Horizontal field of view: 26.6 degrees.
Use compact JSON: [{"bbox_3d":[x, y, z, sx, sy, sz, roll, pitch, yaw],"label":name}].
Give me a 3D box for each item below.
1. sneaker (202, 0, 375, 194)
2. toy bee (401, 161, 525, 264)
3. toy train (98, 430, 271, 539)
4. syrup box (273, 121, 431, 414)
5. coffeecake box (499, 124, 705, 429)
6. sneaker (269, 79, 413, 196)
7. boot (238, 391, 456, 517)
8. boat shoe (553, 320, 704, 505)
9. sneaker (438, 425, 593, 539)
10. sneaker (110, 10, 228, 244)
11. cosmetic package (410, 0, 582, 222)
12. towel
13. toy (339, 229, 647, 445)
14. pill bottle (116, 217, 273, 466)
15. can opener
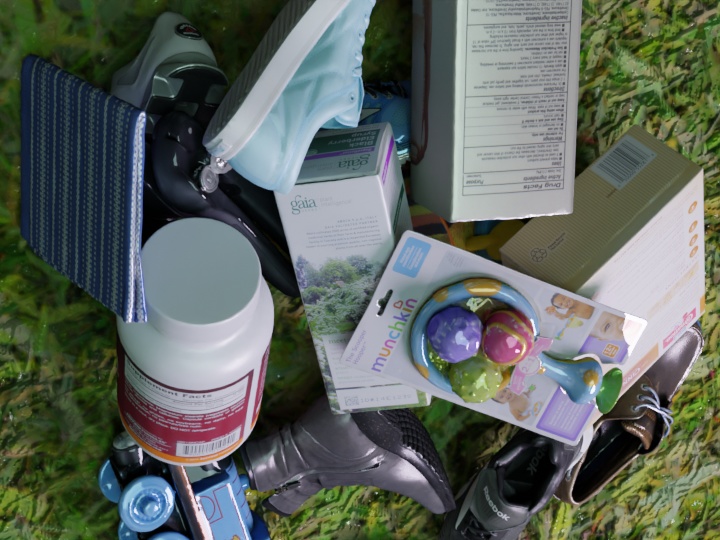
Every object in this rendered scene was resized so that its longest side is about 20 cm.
[{"bbox_3d":[-0.026,-0.140,1.049,0.082,0.074,0.201,40,77,-21],"label":"sneaker"},{"bbox_3d":[0.084,-0.001,1.198,0.200,0.109,0.131,44,137,-13],"label":"toy bee"},{"bbox_3d":[-0.135,0.206,1.230,0.113,0.087,0.202,-24,114,-19],"label":"toy train"},{"bbox_3d":[0.000,0.000,1.114,0.078,0.082,0.202,-6,120,13],"label":"syrup box"},{"bbox_3d":[0.197,0.010,1.206,0.153,0.073,0.201,-42,147,-16],"label":"coffeecake box"},{"bbox_3d":[-0.007,-0.121,1.151,0.198,0.078,0.091,-20,112,-11],"label":"sneaker"},{"bbox_3d":[-0.011,0.163,1.258,0.131,0.070,0.200,-31,133,9],"label":"boot"},{"bbox_3d":[0.237,0.125,1.327,0.072,0.072,0.201,35,96,-26],"label":"boat shoe"},{"bbox_3d":[0.117,0.195,1.287,0.066,0.090,0.201,40,111,11],"label":"sneaker"},{"bbox_3d":[-0.158,-0.100,1.116,0.073,0.089,0.201,9,132,-35],"label":"sneaker"},{"bbox_3d":[0.095,-0.144,1.089,0.102,0.087,0.203,-4,105,-20],"label":"cosmetic package"},{"bbox_3d":[-0.190,-0.061,1.045,0.024,0.199,0.147,-8,112,-31],"label":"towel"},{"bbox_3d":[0.099,0.060,1.079,0.198,0.047,0.116,19,114,-19],"label":"toy"},{"bbox_3d":[-0.120,0.051,1.098,0.111,0.114,0.201,-9,151,-15],"label":"pill bottle"},{"bbox_3d":[-0.090,-0.047,1.099,0.200,0.078,0.064,38,70,-44],"label":"can opener"}]
